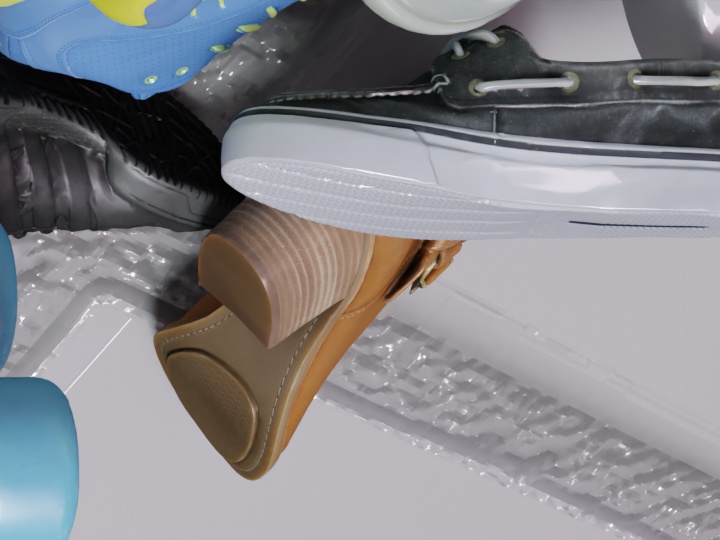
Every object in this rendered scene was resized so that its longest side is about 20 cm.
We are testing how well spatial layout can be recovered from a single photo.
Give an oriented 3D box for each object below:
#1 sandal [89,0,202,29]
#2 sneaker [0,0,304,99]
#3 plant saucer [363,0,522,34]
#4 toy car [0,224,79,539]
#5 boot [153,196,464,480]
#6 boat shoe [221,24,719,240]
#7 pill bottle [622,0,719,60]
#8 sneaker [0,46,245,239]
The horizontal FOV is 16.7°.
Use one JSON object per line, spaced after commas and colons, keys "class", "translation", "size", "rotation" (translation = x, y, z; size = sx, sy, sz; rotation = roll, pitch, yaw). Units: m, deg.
{"class": "sandal", "translation": [-0.028, -0.167, 0.795], "size": [0.087, 0.079, 0.201], "rotation": [31, 85, -56]}
{"class": "sneaker", "translation": [-0.048, -0.119, 0.879], "size": [0.199, 0.076, 0.105], "rotation": [-9, 151, -19]}
{"class": "plant saucer", "translation": [0.063, -0.170, 0.817], "size": [0.200, 0.050, 0.201], "rotation": [-35, 137, -41]}
{"class": "toy car", "translation": [-0.178, -0.020, 0.756], "size": [0.183, 0.177, 0.201], "rotation": [1, 127, -24]}
{"class": "boot", "translation": [0.000, 0.000, 0.999], "size": [0.154, 0.074, 0.200], "rotation": [-36, 167, -26]}
{"class": "boat shoe", "translation": [0.048, -0.052, 0.883], "size": [0.199, 0.071, 0.072], "rotation": [4, 166, -13]}
{"class": "pill bottle", "translation": [0.205, -0.129, 0.948], "size": [0.199, 0.111, 0.111], "rotation": [-15, 134, -13]}
{"class": "sneaker", "translation": [-0.146, -0.035, 0.906], "size": [0.199, 0.060, 0.104], "rotation": [21, 125, -40]}
